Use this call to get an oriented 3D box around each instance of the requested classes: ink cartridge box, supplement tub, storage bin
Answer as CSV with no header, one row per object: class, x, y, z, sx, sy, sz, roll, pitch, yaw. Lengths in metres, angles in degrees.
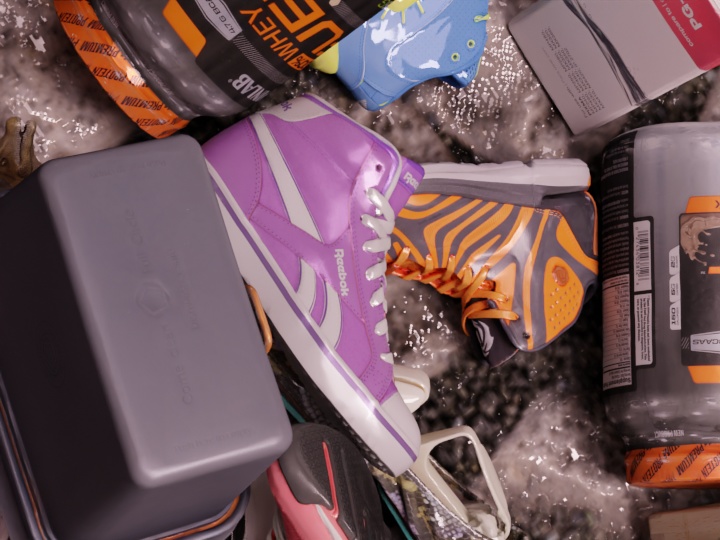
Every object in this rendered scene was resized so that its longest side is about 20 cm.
ink cartridge box,0.193,-0.165,1.301,0.145,0.200,0.084,-35,94,-23
supplement tub,0.198,0.022,1.317,0.122,0.123,0.200,3,81,-23
supplement tub,-0.053,-0.163,1.203,0.200,0.123,0.123,-36,98,10
storage bin,-0.102,0.033,1.101,0.146,0.134,0.200,-13,80,-27

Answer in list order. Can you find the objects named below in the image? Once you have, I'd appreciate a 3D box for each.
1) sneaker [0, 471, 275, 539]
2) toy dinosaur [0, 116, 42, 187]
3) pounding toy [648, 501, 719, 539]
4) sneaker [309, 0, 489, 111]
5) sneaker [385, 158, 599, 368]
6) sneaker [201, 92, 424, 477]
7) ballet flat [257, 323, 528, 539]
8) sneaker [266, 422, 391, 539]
sneaker,-0.100,0.139,1.193,0.200,0.080,0.074,-9,84,-31
toy dinosaur,-0.147,0.015,1.219,0.101,0.058,0.200,-6,97,-7
pounding toy,0.252,0.195,1.296,0.200,0.184,0.142,-4,83,-32
sneaker,0.050,-0.167,1.314,0.200,0.076,0.105,-39,108,-11
sneaker,0.050,0.000,1.282,0.200,0.078,0.112,-5,83,-24
sneaker,0.000,0.000,1.192,0.114,0.073,0.201,-31,85,-7
ballet flat,0.023,0.092,1.258,0.072,0.072,0.200,-44,102,-22
sneaker,-0.023,0.156,1.184,0.087,0.200,0.074,-17,47,9
